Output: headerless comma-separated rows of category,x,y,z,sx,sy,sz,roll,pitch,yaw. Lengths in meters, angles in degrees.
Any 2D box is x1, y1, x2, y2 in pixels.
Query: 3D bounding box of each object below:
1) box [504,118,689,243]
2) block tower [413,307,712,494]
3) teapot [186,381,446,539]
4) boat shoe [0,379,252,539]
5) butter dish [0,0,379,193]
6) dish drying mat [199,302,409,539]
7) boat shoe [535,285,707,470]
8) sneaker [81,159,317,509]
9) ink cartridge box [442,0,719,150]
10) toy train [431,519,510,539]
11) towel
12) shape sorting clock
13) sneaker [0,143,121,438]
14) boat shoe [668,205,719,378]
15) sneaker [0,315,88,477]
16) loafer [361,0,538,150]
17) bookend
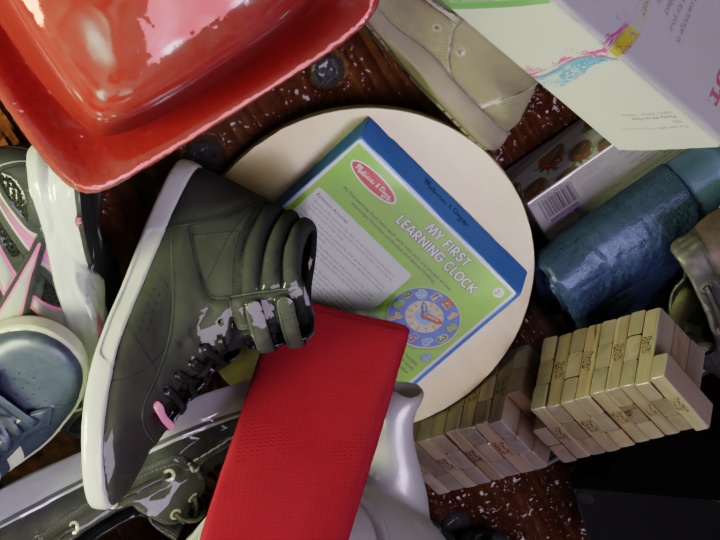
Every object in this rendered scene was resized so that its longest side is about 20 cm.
box,0.177,-0.090,1.737,0.200,0.039,0.041,-35,129,-2
block tower,0.107,0.077,1.728,0.200,0.058,0.054,-16,136,34
teapot,-0.036,0.187,1.650,0.197,0.200,0.146,-15,139,5
boat shoe,-0.122,0.123,1.671,0.200,0.066,0.070,-24,171,-6
butter dish,-0.109,-0.160,1.468,0.199,0.148,0.200,-33,99,-3
dish drying mat,-0.033,0.101,1.614,0.077,0.200,0.018,13,141,6
boat shoe,0.167,0.064,1.814,0.200,0.057,0.067,-27,127,-8
sneaker,-0.082,0.041,1.605,0.071,0.099,0.200,73,33,-68
ink cartridge box,0.132,-0.174,1.599,0.200,0.087,0.145,35,67,-35
toy train,0.042,0.207,1.807,0.200,0.114,0.085,10,114,-30
towel,0.194,-0.034,1.745,0.200,0.049,0.112,-34,161,-2
shape sorting clock,0.000,0.000,1.696,0.200,0.039,0.200,-2,115,-4
sneaker,-0.179,0.005,1.621,0.086,0.080,0.200,-1,127,6
boat shoe,0.209,0.025,1.735,0.066,0.072,0.201,-19,148,-3
sneaker,-0.221,0.106,1.604,0.075,0.085,0.200,38,119,-17
loafer,0.032,-0.147,1.617,0.068,0.076,0.200,-45,130,0
bookend,0.263,0.109,1.849,0.200,0.199,0.092,2,131,26
